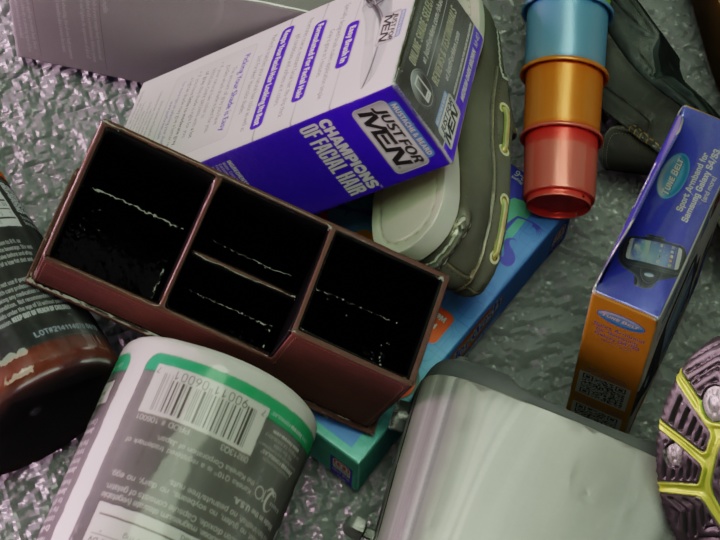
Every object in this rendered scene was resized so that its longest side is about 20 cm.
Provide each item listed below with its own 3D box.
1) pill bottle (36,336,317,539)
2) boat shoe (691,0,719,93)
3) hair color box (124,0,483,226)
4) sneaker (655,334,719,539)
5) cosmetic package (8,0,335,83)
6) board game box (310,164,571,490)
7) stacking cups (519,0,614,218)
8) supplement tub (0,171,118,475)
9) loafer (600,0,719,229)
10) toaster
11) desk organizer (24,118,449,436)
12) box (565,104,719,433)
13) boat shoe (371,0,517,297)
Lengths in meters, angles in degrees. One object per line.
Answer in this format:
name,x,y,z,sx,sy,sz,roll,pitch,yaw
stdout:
pill bottle,-0.107,0.145,1.046,0.113,0.113,0.201,20,70,8
boat shoe,0.231,-0.173,1.239,0.070,0.070,0.201,-11,65,-3
hair color box,-0.039,-0.081,1.118,0.199,0.065,0.110,-20,35,31
sneaker,0.200,0.123,1.007,0.076,0.075,0.201,-18,104,-34
cosmetic package,-0.100,-0.164,1.202,0.199,0.107,0.090,11,58,1
board game box,0.000,0.000,1.161,0.152,0.045,0.200,35,68,14
stacking cups,0.118,-0.127,1.174,0.060,0.061,0.201,4,73,0
supplement tub,-0.220,0.005,1.118,0.107,0.107,0.200,-29,68,-15
loafer,0.172,-0.078,1.199,0.072,0.073,0.200,-36,60,11
toaster,0.094,0.142,1.060,0.199,0.114,0.130,23,69,2
desk organizer,-0.062,0.004,1.061,0.199,0.077,0.072,24,65,-8
box,0.152,0.004,1.077,0.041,0.200,0.119,24,66,10
boat shoe,0.052,-0.073,1.141,0.060,0.072,0.202,37,43,-29
